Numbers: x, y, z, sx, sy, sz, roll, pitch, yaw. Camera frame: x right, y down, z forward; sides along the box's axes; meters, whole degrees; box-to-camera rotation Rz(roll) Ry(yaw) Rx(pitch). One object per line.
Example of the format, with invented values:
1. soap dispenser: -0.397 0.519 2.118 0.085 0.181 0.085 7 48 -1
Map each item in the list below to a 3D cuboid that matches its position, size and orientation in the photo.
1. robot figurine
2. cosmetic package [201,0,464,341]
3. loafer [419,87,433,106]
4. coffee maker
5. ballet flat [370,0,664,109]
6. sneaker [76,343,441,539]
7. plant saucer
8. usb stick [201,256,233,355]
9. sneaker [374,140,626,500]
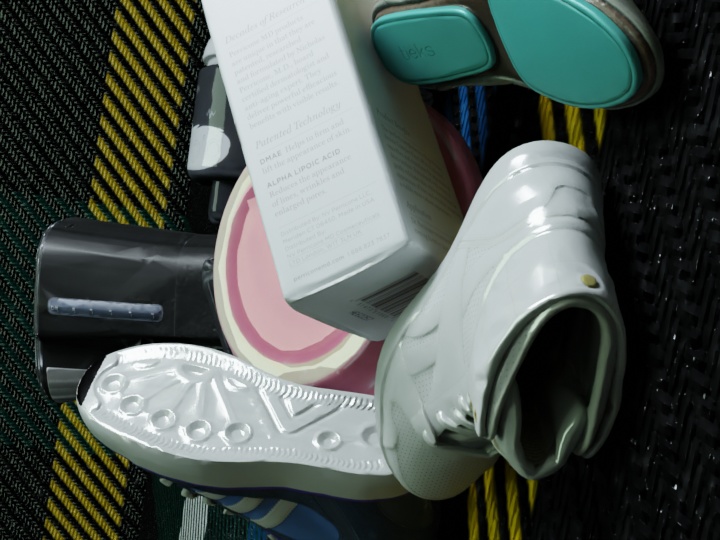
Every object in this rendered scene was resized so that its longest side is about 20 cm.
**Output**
1. robot figurine: -0.096 -0.139 1.357 0.150 0.125 0.201 1 83 43
2. cosmetic package: -0.013 -0.075 0.715 0.102 0.074 0.201 29 -141 -61
3. loafer: 0.016 -0.109 0.954 0.200 0.072 0.063 -128 30 -83
4. coffee maker: -0.128 0.010 1.053 0.135 0.199 0.193 79 -163 -73
5. ballet flat: 0.075 -0.113 0.628 0.200 0.064 0.068 16 137 58
6. sneaker: -0.054 0.124 0.788 0.147 0.199 0.081 89 -164 -45
7. plant saucer: -0.017 -0.007 0.809 0.200 0.051 0.202 -11 74 43
8. usb stick: -0.058 0.079 0.958 0.033 0.055 0.201 8 118 52
9. sneaker: 0.053 0.056 0.615 0.116 0.073 0.201 -91 16 -50
